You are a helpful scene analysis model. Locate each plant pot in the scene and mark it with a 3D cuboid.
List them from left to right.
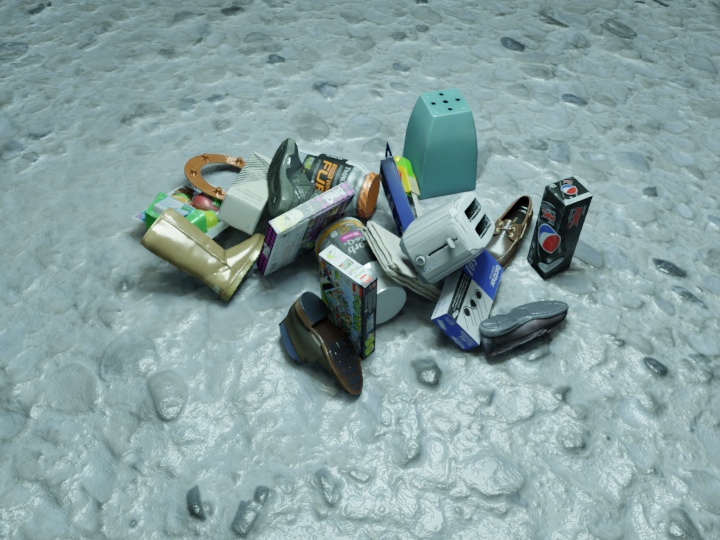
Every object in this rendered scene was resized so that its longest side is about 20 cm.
[{"bbox_3d":[0.180,-0.290,1.526,0.139,0.201,0.142,-11,49,-10],"label":"plant pot"}]

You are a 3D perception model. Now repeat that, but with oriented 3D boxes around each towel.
[{"bbox_3d":[0.088,-0.015,1.303,0.034,0.199,0.133,-42,52,18],"label":"towel"}]

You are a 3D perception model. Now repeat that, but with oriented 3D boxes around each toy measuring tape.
[{"bbox_3d":[0.094,-0.164,1.516,0.072,0.074,0.202,-9,66,-8],"label":"toy measuring tape"}]

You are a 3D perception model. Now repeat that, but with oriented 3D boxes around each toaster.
[{"bbox_3d":[0.166,-0.066,1.265,0.114,0.128,0.200,58,30,-6],"label":"toaster"}]

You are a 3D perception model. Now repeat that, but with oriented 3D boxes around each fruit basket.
[{"bbox_3d":[-0.352,-0.132,1.458,0.184,0.095,0.200,25,49,22],"label":"fruit basket"}]

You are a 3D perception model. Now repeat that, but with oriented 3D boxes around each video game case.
[{"bbox_3d":[-0.111,-0.078,1.339,0.180,0.200,0.036,-31,78,-24],"label":"video game case"}]

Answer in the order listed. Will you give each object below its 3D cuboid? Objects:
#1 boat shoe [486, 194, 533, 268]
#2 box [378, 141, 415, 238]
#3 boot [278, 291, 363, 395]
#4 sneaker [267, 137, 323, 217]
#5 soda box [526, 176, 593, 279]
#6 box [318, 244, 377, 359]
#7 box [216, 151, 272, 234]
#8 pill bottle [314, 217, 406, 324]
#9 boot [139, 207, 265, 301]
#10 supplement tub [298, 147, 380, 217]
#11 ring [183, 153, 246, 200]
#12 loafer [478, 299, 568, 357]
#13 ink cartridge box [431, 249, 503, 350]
[{"bbox_3d":[0.304,-0.081,1.427,0.070,0.071,0.201,22,53,18],"label":"boat shoe"},{"bbox_3d":[0.072,-0.151,1.393,0.032,0.121,0.203,-17,84,-2],"label":"box"},{"bbox_3d":[-0.072,0.145,1.232,0.074,0.097,0.202,-17,73,-49],"label":"boot"},{"bbox_3d":[-0.129,-0.176,1.402,0.113,0.076,0.201,23,44,-34],"label":"sneaker"},{"bbox_3d":[0.384,-0.080,1.335,0.070,0.202,0.064,-20,50,-18],"label":"soda box"},{"bbox_3d":[-0.022,0.059,1.209,0.110,0.202,0.035,35,56,28],"label":"box"},{"bbox_3d":[-0.224,-0.164,1.423,0.081,0.069,0.201,24,34,-8],"label":"box"},{"bbox_3d":[0.000,0.000,1.320,0.115,0.117,0.201,-21,51,-18],"label":"pill bottle"},{"bbox_3d":[-0.300,-0.059,1.344,0.199,0.066,0.176,37,51,-11],"label":"boot"},{"bbox_3d":[-0.064,-0.186,1.484,0.197,0.123,0.123,15,49,14],"label":"supplement tub"},{"bbox_3d":[-0.292,-0.211,1.528,0.198,0.019,0.201,16,33,-11],"label":"ring"},{"bbox_3d":[0.302,0.106,1.273,0.198,0.064,0.072,-14,20,-26],"label":"loafer"},{"bbox_3d":[0.205,0.042,1.298,0.094,0.044,0.201,43,48,-18],"label":"ink cartridge box"}]
